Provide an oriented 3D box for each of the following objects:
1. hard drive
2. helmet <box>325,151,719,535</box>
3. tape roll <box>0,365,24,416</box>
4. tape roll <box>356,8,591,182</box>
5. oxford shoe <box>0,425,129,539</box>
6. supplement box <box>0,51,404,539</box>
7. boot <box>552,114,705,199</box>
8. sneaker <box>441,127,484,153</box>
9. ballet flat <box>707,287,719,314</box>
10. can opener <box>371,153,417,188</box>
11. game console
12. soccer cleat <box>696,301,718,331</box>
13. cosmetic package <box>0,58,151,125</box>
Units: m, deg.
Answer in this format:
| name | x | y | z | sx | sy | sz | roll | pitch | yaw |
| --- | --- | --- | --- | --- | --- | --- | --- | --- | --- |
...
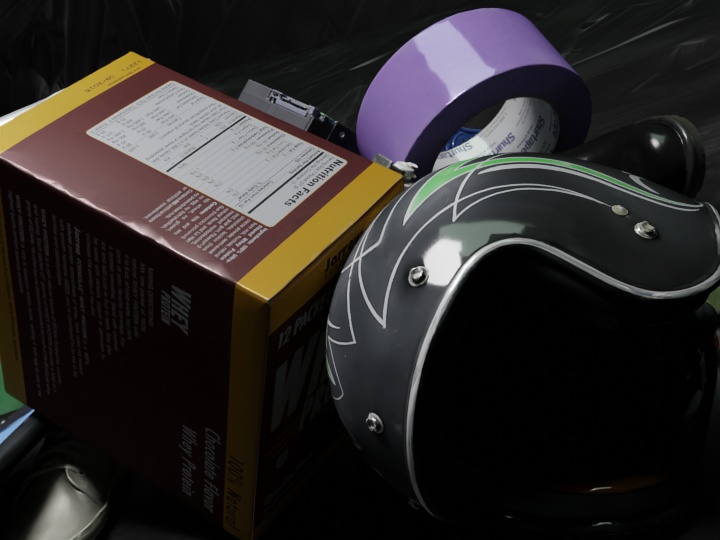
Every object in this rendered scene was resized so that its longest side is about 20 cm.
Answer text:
| name | x | y | z | sx | sy | sz | roll | pitch | yaw |
| --- | --- | --- | --- | --- | --- | --- | --- | --- | --- |
| hard drive | -0.017 | -0.119 | 1.122 | 0.140 | 0.200 | 0.038 | 31 | 92 | 50 |
| helmet | 0.079 | 0.033 | 0.568 | 0.189 | 0.201 | 0.200 | 3 | 22 | 9 |
| tape roll | -0.313 | 0.096 | 0.929 | 0.199 | 0.048 | 0.200 | -17 | 2 | 1 |
| tape roll | 0.102 | -0.129 | 1.002 | 0.199 | 0.201 | 0.085 | -23 | 55 | -14 |
| oxford shoe | -0.201 | 0.141 | 0.753 | 0.075 | 0.058 | 0.200 | -12 | 20 | 13 |
| supplement box | -0.101 | 0.014 | 0.662 | 0.199 | 0.198 | 0.133 | 26 | 43 | 20 |
| boot | 0.162 | -0.065 | 0.913 | 0.157 | 0.080 | 0.211 | -12 | -3 | -28 |
| sneaker | 0.077 | -0.122 | 1.144 | 0.199 | 0.071 | 0.078 | 13 | -20 | -35 |
| ballet flat | 0.216 | -0.002 | 0.757 | 0.199 | 0.073 | 0.073 | 18 | 38 | 43 |
| can opener | 0.062 | -0.036 | 0.861 | 0.200 | 0.067 | 0.053 | 31 | 3 | 40 |
| game console | -0.269 | 0.142 | 0.749 | 0.177 | 0.031 | 0.200 | -40 | 9 | 26 |
| soccer cleat | 0.122 | 0.057 | 0.689 | 0.199 | 0.068 | 0.081 | -7 | 49 | 9 |
| cosmetic package | -0.229 | -0.054 | 1.033 | 0.164 | 0.166 | 0.200 | -27 | -17 | -17 |
